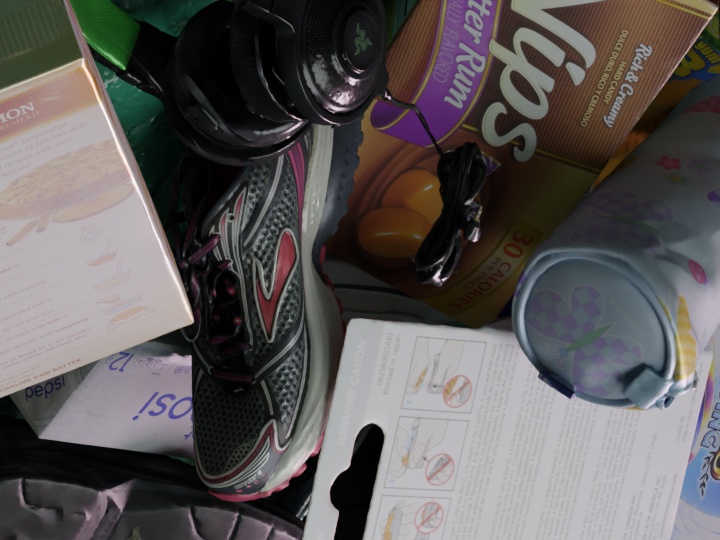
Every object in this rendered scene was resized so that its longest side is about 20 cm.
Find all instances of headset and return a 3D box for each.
[{"bbox_3d":[-0.035,-0.071,1.061,0.200,0.094,0.123,25,159,-23],"label":"headset"}]

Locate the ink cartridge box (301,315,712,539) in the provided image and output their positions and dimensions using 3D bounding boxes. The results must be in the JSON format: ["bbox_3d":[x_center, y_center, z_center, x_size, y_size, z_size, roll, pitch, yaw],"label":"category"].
[{"bbox_3d":[0.058,0.098,1.231,0.199,0.057,0.163,7,102,-25],"label":"ink cartridge box"}]

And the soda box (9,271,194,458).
[{"bbox_3d":[-0.085,0.045,1.274,0.068,0.063,0.200,-50,148,19],"label":"soda box"}]

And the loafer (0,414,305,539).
[{"bbox_3d":[-0.108,0.110,1.277,0.200,0.072,0.073,21,117,-34],"label":"loafer"}]

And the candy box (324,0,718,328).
[{"bbox_3d":[0.060,-0.080,1.203,0.116,0.057,0.200,28,121,-12],"label":"candy box"}]

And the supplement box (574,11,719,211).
[{"bbox_3d":[0.136,-0.082,1.330,0.200,0.067,0.069,-24,145,-23],"label":"supplement box"}]

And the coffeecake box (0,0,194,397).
[{"bbox_3d":[-0.165,-0.027,1.052,0.153,0.073,0.200,-21,149,-3],"label":"coffeecake box"}]

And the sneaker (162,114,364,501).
[{"bbox_3d":[-0.055,0.001,1.170,0.075,0.080,0.201,2,91,-49],"label":"sneaker"}]

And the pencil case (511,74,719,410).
[{"bbox_3d":[0.149,-0.017,1.216,0.200,0.091,0.083,-45,163,-46],"label":"pencil case"}]

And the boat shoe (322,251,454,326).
[{"bbox_3d":[0.000,0.000,1.308,0.200,0.074,0.065,12,130,-41],"label":"boat shoe"}]

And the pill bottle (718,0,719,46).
[{"bbox_3d":[0.206,-0.145,1.148,0.106,0.106,0.200,-33,156,-7],"label":"pill bottle"}]

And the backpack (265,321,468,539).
[{"bbox_3d":[0.049,0.120,1.397,0.177,0.151,0.200,31,98,-18],"label":"backpack"}]

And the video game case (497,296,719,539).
[{"bbox_3d":[0.133,0.088,1.322,0.181,0.045,0.201,16,97,-34],"label":"video game case"}]
